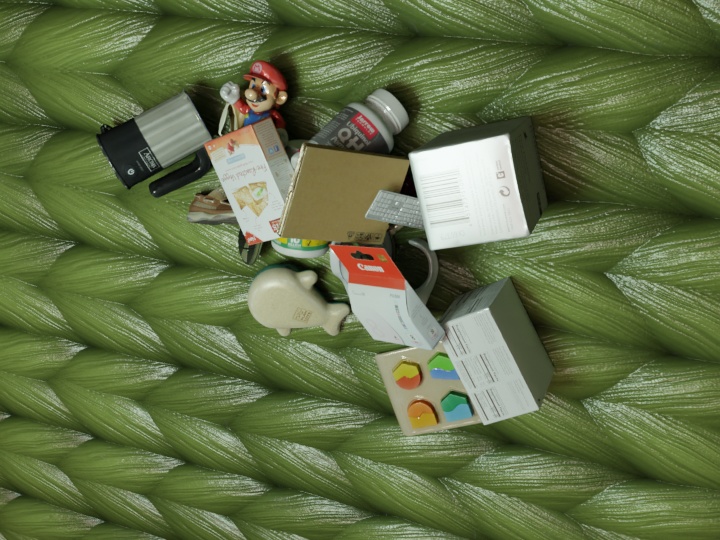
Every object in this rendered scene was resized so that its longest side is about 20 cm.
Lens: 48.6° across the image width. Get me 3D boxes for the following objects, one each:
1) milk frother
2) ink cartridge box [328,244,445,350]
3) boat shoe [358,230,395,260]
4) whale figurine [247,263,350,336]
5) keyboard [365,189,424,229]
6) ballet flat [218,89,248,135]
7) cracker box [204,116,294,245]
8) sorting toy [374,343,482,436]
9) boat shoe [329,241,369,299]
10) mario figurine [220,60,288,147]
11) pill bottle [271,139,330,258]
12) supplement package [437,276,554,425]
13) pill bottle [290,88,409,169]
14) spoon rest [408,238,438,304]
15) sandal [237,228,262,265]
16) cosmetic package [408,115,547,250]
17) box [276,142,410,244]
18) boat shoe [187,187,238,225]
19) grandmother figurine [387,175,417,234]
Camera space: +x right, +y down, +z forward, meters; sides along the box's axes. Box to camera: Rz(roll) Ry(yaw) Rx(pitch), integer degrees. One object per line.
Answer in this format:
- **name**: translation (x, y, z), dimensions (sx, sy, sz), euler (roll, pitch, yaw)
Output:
- **milk frother**: translation (-0.400, -0.265, 1.540), dimensions (0.188, 0.181, 0.200), euler (-29, 65, -6)
- **ink cartridge box**: translation (0.032, 0.046, 1.354), dimensions (0.162, 0.057, 0.200), euler (6, 143, 53)
- **boat shoe**: translation (0.004, -0.092, 1.474), dimensions (0.075, 0.068, 0.200), euler (-17, 102, 26)
- **whale figurine**: translation (-0.123, 0.057, 1.577), dimensions (0.200, 0.104, 0.159), euler (19, 116, -13)
- **keyboard**: translation (0.091, -0.101, 1.379), dimensions (0.056, 0.200, 0.011), euler (-54, 51, 26)
- **ballet flat**: translation (-0.240, -0.243, 1.513), dimensions (0.069, 0.063, 0.200), euler (34, 123, 58)
- **cracker box**: translation (-0.177, -0.153, 1.396), dimensions (0.134, 0.058, 0.200), euler (-11, 107, 43)
- **sorting toy**: translation (0.139, 0.232, 1.558), dimensions (0.200, 0.036, 0.185), euler (-14, 103, 25)
- **boat shoe**: translation (0.000, 0.000, 1.469), dimensions (0.065, 0.074, 0.200), euler (6, 154, 22)
- **mario figurine**: translation (-0.191, -0.274, 1.426), dimensions (0.123, 0.106, 0.200), euler (5, 107, -14)
- **pill bottle**: translation (-0.103, -0.134, 1.476), dimensions (0.113, 0.113, 0.200), euler (14, 113, 16)
- **supplement package**: translation (0.242, 0.140, 1.416), dimensions (0.111, 0.156, 0.200), euler (-22, 99, 30)
- **pill bottle**: translation (-0.014, -0.217, 1.369), dimensions (0.111, 0.111, 0.200), euler (45, 80, 1)
- **spoon rest**: translation (0.101, 0.044, 1.478), dimensions (0.061, 0.099, 0.200), euler (19, 107, 28)
- **sandal**: translation (-0.181, -0.098, 1.546), dimensions (0.080, 0.057, 0.201), euler (44, 114, 47)
- **cosmetic package**: translation (0.198, -0.146, 1.304), dimensions (0.165, 0.200, 0.165), euler (-8, 106, 24)
- **box**: translation (-0.026, -0.122, 1.316), dimensions (0.021, 0.200, 0.164), euler (49, 128, 48)
- **boat shoe**: translation (-0.267, -0.127, 1.541), dimensions (0.200, 0.076, 0.072), euler (3, 86, 41)
- **grandmother figurine**: translation (0.057, -0.126, 1.407), dimensions (0.200, 0.061, 0.121), euler (-15, 128, -6)
